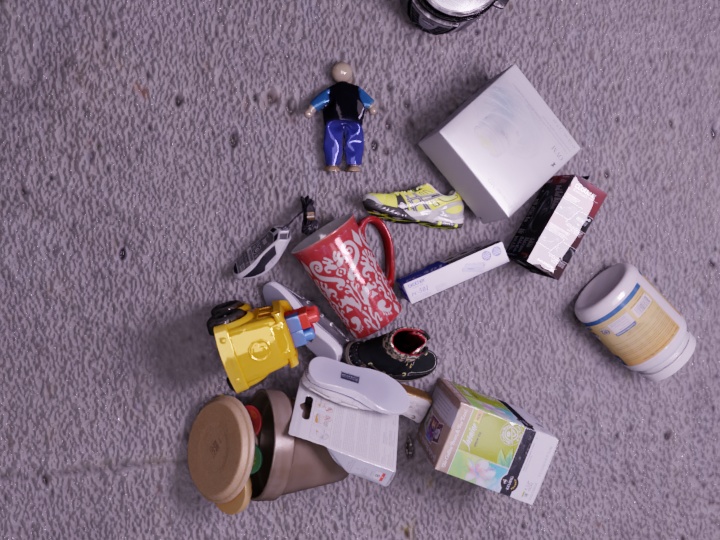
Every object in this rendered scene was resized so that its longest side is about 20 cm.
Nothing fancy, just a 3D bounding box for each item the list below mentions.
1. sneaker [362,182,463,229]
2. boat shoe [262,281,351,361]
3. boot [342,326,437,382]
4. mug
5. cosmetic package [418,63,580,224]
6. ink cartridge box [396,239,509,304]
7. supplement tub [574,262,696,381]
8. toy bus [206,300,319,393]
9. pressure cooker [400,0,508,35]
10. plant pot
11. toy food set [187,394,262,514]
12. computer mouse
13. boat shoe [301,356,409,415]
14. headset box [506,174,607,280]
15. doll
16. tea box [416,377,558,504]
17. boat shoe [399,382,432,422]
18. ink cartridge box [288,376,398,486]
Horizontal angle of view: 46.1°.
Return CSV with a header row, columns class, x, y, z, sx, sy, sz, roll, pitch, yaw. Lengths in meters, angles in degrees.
class,x,y,z,sx,sy,sz,roll,pitch,yaw
sneaker,0.099,-0.127,1.592,0.199,0.075,0.077,8,86,-17
boat shoe,-0.096,0.088,1.585,0.200,0.070,0.066,41,45,12
boot,0.089,0.153,1.542,0.203,0.154,0.074,10,69,-31
mug,-0.001,0.003,1.558,0.177,0.133,0.201,-32,101,-1
cosmetic package,0.253,-0.228,1.551,0.200,0.123,0.200,-43,98,-12
ink cartridge box,0.171,0.000,1.593,0.199,0.094,0.044,-24,97,-4
supplement tub,0.524,0.099,1.615,0.200,0.145,0.145,44,89,-8
toy bus,-0.163,0.109,1.507,0.191,0.200,0.136,-20,102,-2
pressure cooker,0.160,-0.520,1.495,0.175,0.200,0.179,-20,97,-5
plant pot,-0.111,0.324,1.556,0.173,0.200,0.201,9,94,-25
toy food set,-0.246,0.324,1.543,0.049,0.200,0.199,13,102,-43
computer mouse,-0.153,-0.048,1.563,0.200,0.110,0.044,-41,120,10
boat shoe,-0.009,0.213,1.527,0.199,0.065,0.074,25,53,-8
headset box,0.365,-0.092,1.579,0.077,0.149,0.201,30,90,-8
doll,-0.037,-0.285,1.568,0.136,0.048,0.201,1,95,-7
tea box,0.227,0.311,1.572,0.196,0.200,0.134,21,93,-8
boat shoe,0.036,0.241,1.610,0.199,0.071,0.070,20,99,-6
ink cartridge box,-0.031,0.286,1.514,0.199,0.162,0.050,19,121,-6
